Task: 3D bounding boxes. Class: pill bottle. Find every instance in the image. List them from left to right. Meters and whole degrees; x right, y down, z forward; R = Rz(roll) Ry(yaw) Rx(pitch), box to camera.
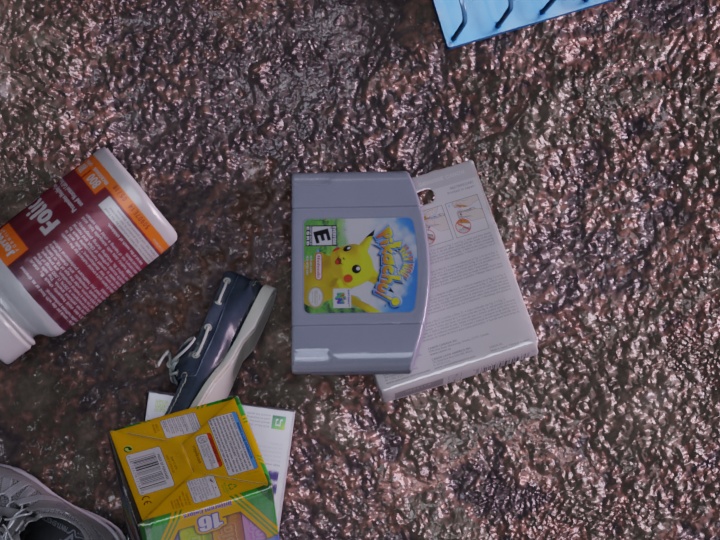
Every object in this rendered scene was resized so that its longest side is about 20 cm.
[{"bbox_3d":[-0.282,-0.012,1.692,0.200,0.114,0.114,-39,90,-5],"label":"pill bottle"}]

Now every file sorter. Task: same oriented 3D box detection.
[{"bbox_3d":[0.163,-0.315,1.733,0.200,0.123,0.139,-17,88,-4],"label":"file sorter"}]

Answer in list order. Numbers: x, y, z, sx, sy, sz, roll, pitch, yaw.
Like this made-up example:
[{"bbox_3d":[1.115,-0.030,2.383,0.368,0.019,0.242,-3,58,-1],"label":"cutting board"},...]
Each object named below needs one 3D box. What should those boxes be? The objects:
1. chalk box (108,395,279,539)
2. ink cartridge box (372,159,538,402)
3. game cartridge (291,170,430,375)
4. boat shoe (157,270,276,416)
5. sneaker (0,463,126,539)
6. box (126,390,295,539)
[{"bbox_3d":[-0.141,0.236,1.624,0.124,0.124,0.200,-16,133,-12],"label":"chalk box"},{"bbox_3d":[0.066,0.011,1.758,0.161,0.050,0.200,-17,70,-4],"label":"ink cartridge box"},{"bbox_3d":[0.000,0.000,1.722,0.133,0.040,0.200,0,72,-2],"label":"game cartridge"},{"bbox_3d":[-0.146,0.084,1.695,0.062,0.075,0.200,23,65,9],"label":"boat shoe"},{"bbox_3d":[-0.316,0.228,1.686,0.200,0.082,0.075,17,86,10],"label":"sneaker"},{"bbox_3d":[-0.147,0.222,1.730,0.144,0.036,0.200,9,85,-3],"label":"box"}]
